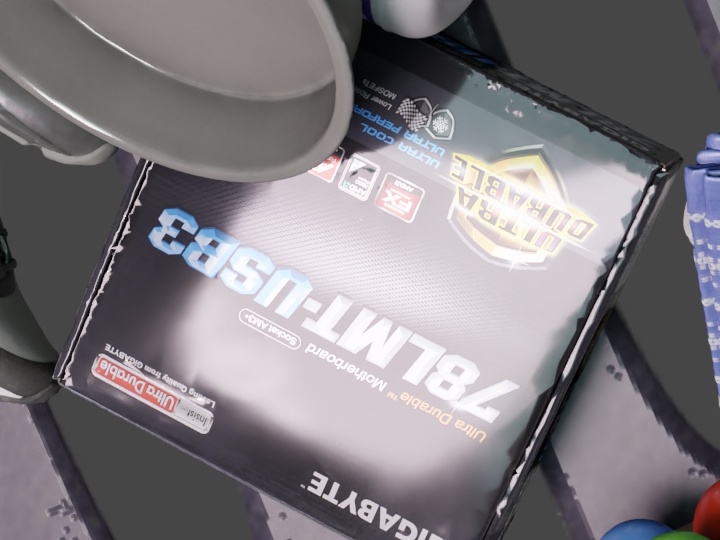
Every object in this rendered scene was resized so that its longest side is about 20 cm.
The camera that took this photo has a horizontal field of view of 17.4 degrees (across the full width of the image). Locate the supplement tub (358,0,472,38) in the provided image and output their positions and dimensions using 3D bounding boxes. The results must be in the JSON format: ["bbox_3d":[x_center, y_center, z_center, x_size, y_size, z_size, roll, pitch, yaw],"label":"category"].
[{"bbox_3d":[-0.032,-0.190,0.876,0.199,0.145,0.146,26,105,10],"label":"supplement tub"}]

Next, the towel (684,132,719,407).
[{"bbox_3d":[0.198,0.026,0.855,0.144,0.024,0.201,1,137,17],"label":"towel"}]

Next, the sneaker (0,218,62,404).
[{"bbox_3d":[-0.182,-0.032,0.985,0.079,0.074,0.201,-33,89,13],"label":"sneaker"}]

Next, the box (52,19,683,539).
[{"bbox_3d":[0.000,0.000,0.951,0.199,0.050,0.199,28,105,10],"label":"box"}]

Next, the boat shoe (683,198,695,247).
[{"bbox_3d":[0.207,-0.070,0.872,0.068,0.072,0.200,35,99,-18],"label":"boat shoe"}]

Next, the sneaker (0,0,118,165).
[{"bbox_3d":[-0.155,-0.133,0.958,0.079,0.075,0.200,-38,88,16],"label":"sneaker"}]

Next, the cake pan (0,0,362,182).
[{"bbox_3d":[-0.083,-0.113,0.854,0.199,0.201,0.037,26,61,10],"label":"cake pan"}]

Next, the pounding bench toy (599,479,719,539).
[{"bbox_3d":[0.122,0.178,0.850,0.124,0.200,0.156,-31,90,40],"label":"pounding bench toy"}]
